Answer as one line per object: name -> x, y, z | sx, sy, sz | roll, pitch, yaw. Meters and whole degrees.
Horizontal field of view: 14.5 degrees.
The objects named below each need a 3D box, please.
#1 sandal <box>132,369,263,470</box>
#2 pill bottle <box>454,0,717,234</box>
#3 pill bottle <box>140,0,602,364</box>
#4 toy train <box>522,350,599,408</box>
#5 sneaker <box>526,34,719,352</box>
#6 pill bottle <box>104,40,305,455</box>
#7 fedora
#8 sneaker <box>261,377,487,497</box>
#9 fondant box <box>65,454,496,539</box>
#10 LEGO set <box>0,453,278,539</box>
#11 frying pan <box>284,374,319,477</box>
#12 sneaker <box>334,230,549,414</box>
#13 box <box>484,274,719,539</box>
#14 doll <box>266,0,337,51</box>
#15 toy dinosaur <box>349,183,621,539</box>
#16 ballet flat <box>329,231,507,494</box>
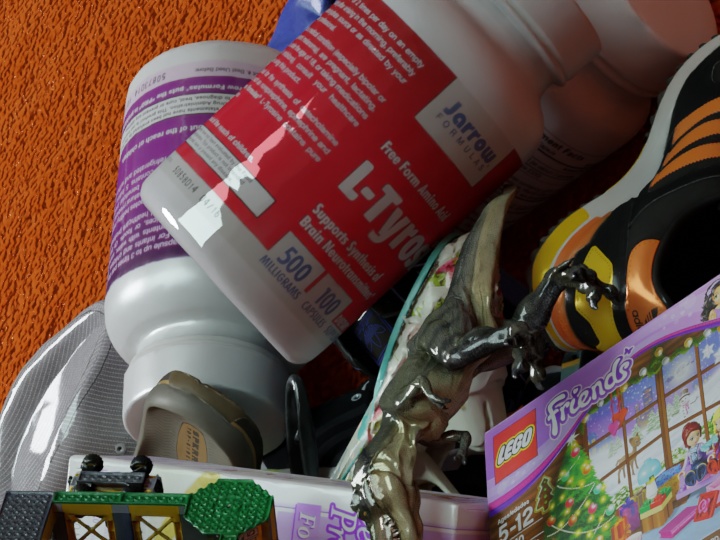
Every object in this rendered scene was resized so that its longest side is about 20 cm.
sandal -> -0.084, 0.129, 1.388 | 0.082, 0.200, 0.055 | 27, 55, 15
pill bottle -> 0.070, -0.089, 1.393 | 0.200, 0.113, 0.114 | -36, 44, 29
pill bottle -> 0.008, -0.062, 1.273 | 0.200, 0.112, 0.112 | -43, 38, -1
toy train -> 0.103, 0.122, 1.245 | 0.114, 0.085, 0.200 | -20, 53, 41
sneaker -> 0.162, -0.034, 1.254 | 0.090, 0.070, 0.200 | 7, 46, 48
pill bottle -> -0.072, -0.008, 1.444 | 0.112, 0.112, 0.200 | -26, 48, 38
fedora -> -0.134, 0.085, 1.521 | 0.200, 0.090, 0.177 | -56, 27, 13
sneaker -> 0.009, 0.085, 1.390 | 0.200, 0.072, 0.083 | -9, 60, 47
fondant box -> -0.039, 0.161, 1.233 | 0.200, 0.058, 0.145 | 5, 87, 29
LEGO set -> -0.100, 0.179, 1.146 | 0.153, 0.116, 0.200 | -4, 34, 2
frying pan -> -0.016, 0.157, 1.341 | 0.115, 0.031, 0.190 | 29, 123, 50
sneaker -> 0.000, 0.000, 1.349 | 0.070, 0.200, 0.078 | -57, -1, 35
box -> 0.132, 0.078, 1.121 | 0.200, 0.039, 0.137 | -37, 37, 33
doll -> -0.039, -0.082, 1.567 | 0.136, 0.048, 0.200 | 22, 85, 46
toy dinosaur -> 0.054, 0.026, 1.181 | 0.088, 0.047, 0.200 | -13, 41, 44
ballet flat -> 0.029, 0.082, 1.277 | 0.064, 0.076, 0.200 | 30, 102, 24
